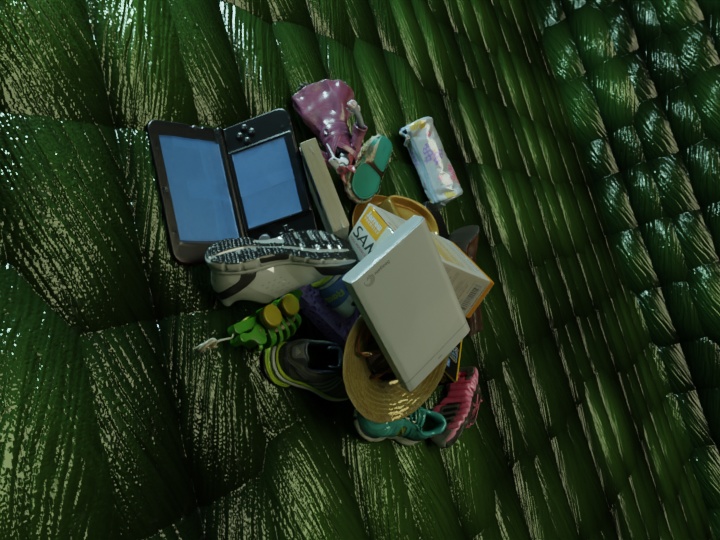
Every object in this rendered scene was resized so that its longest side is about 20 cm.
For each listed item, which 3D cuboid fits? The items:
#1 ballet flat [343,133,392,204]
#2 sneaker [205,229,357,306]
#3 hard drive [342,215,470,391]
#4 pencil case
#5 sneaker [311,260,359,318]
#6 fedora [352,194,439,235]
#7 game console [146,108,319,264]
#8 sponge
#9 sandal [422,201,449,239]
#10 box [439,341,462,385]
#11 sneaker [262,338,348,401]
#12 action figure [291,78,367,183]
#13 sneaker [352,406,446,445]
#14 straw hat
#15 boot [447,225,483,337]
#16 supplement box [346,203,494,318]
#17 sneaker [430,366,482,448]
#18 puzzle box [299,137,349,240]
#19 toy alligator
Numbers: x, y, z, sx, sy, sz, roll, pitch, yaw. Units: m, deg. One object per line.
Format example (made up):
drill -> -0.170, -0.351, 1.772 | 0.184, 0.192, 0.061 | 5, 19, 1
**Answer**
ballet flat -> 0.008, -0.183, 1.021 | 0.076, 0.063, 0.201 | 50, 43, -21
sneaker -> -0.101, -0.002, 0.713 | 0.197, 0.081, 0.074 | -4, 34, -15
hard drive -> 0.069, 0.048, 0.718 | 0.132, 0.027, 0.202 | -40, 123, -19
pencil case -> 0.159, -0.244, 1.225 | 0.091, 0.082, 0.202 | -36, 102, -59
sneaker -> 0.000, 0.000, 0.871 | 0.083, 0.074, 0.200 | 55, 45, -10
fedora -> 0.081, -0.075, 1.000 | 0.198, 0.082, 0.203 | 17, 52, -23
game console -> -0.168, -0.121, 0.734 | 0.119, 0.170, 0.203 | 22, 52, -76
sponge -> -0.038, 0.055, 0.876 | 0.200, 0.030, 0.112 | 48, 40, -24
sandal -> 0.166, -0.063, 1.184 | 0.201, 0.047, 0.076 | 57, 38, -37
box -> 0.125, 0.101, 1.045 | 0.200, 0.049, 0.161 | 45, 44, -28
sneaker -> -0.043, 0.143, 0.785 | 0.199, 0.080, 0.075 | 20, 58, -45
action figure -> -0.050, -0.233, 0.951 | 0.149, 0.132, 0.203 | 46, 25, -68
sneaker -> 0.064, 0.236, 0.876 | 0.199, 0.079, 0.079 | 22, 56, -43
straw hat -> 0.032, 0.108, 0.781 | 0.199, 0.085, 0.205 | -12, 110, -34
boot -> 0.240, 0.023, 1.190 | 0.187, 0.063, 0.202 | -54, 132, -49
supplement box -> 0.091, -0.011, 0.820 | 0.198, 0.074, 0.126 | 20, 23, -37
sneaker -> 0.192, 0.275, 1.033 | 0.200, 0.078, 0.097 | -47, 122, -49
puzzle box -> -0.053, -0.106, 0.832 | 0.200, 0.025, 0.135 | 119, -50, -84
toy alligator -> -0.132, 0.082, 0.717 | 0.199, 0.059, 0.055 | -33, 93, -53
